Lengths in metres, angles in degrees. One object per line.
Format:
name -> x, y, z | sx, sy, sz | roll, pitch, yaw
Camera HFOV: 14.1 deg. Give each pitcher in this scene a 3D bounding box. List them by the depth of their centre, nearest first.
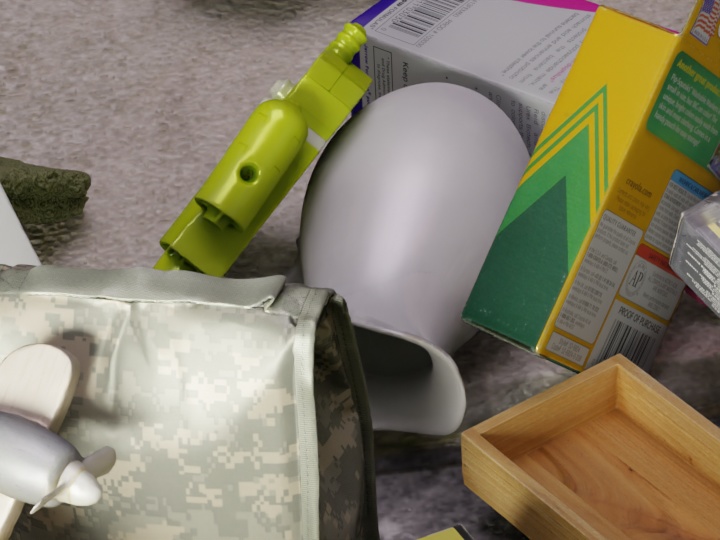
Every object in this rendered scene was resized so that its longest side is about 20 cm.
pitcher -> 0.000, 0.000, 1.505 | 0.171, 0.121, 0.200 | -10, 38, 28

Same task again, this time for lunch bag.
lunch bag -> -0.083, 0.075, 1.329 | 0.163, 0.201, 0.118 | 5, 38, 13

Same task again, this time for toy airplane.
toy airplane -> -0.182, 0.151, 1.238 | 0.198, 0.201, 0.141 | -19, 3, -1

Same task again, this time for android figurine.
android figurine -> -0.059, -0.044, 1.518 | 0.041, 0.182, 0.200 | 37, 79, -3

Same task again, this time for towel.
towel -> -0.244, -0.048, 1.570 | 0.148, 0.037, 0.200 | 9, 4, 20

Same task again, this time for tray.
tray -> 0.146, 0.118, 1.351 | 0.098, 0.037, 0.200 | -24, 42, -26

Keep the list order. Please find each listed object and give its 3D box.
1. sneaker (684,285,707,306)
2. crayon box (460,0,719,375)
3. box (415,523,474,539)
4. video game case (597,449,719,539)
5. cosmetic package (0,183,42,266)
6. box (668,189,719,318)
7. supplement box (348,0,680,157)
sneaker -> 0.250, -0.025, 1.540 | 0.199, 0.082, 0.088 | 3, 34, -3
crayon box -> 0.135, -0.046, 1.446 | 0.051, 0.126, 0.201 | 25, 90, 31
box -> -0.002, 0.159, 1.229 | 0.050, 0.075, 0.200 | 50, 20, 12
video game case -> 0.204, 0.151, 1.349 | 0.181, 0.023, 0.200 | -2, 37, 3
cosmetic package -> -0.278, 0.023, 1.395 | 0.200, 0.165, 0.165 | -3, 31, 41
box -> 0.275, 0.013, 1.419 | 0.161, 0.049, 0.200 | -29, 60, -26
supplement box -> 0.102, -0.087, 1.609 | 0.200, 0.104, 0.101 | 22, 43, 32
